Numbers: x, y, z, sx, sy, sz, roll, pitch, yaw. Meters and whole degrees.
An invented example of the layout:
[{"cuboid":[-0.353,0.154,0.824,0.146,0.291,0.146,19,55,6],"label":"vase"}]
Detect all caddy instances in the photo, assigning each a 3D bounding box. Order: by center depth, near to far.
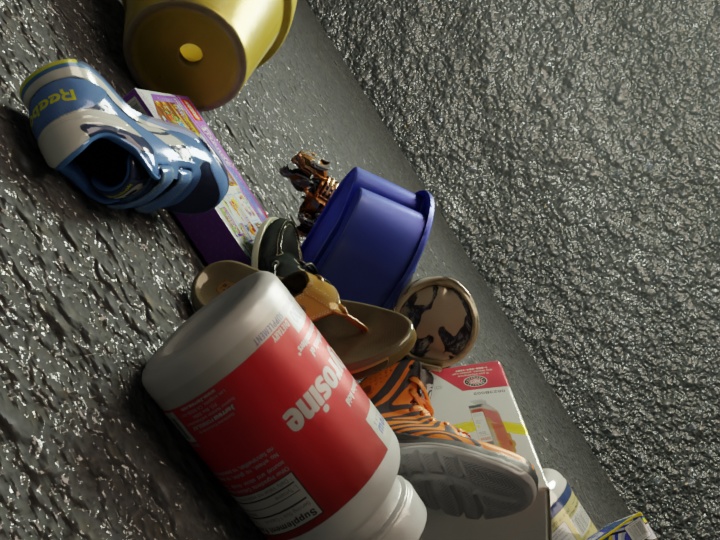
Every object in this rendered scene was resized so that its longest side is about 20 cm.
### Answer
[{"cuboid":[0.000,0.000,0.890,0.104,0.202,0.142,28,19,-15],"label":"caddy"}]

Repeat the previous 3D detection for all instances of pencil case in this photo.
[{"cuboid":[0.071,0.053,0.868,0.200,0.076,0.091,33,57,-85],"label":"pencil case"}]

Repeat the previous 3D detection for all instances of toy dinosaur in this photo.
[{"cuboid":[-0.027,-0.029,0.988,0.202,0.135,0.102,56,11,3],"label":"toy dinosaur"}]

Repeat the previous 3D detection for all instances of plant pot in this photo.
[{"cuboid":[-0.170,-0.277,0.973,0.201,0.198,0.191,47,29,-34],"label":"plant pot"}]

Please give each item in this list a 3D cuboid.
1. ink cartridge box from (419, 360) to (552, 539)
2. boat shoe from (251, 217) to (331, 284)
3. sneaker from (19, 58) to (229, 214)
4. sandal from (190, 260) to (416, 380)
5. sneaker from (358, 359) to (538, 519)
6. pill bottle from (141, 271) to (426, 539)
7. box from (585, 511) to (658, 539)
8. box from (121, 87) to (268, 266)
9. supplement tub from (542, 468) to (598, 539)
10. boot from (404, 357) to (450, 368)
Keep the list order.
[{"cuboid":[0.082,0.176,0.820,0.201,0.142,0.085,-99,-178,-64],"label":"ink cartridge box"},{"cuboid":[-0.055,0.028,0.772,0.202,0.065,0.075,-88,156,-45],"label":"boat shoe"},{"cuboid":[-0.174,-0.079,0.698,0.199,0.074,0.083,27,31,-53],"label":"sneaker"},{"cuboid":[-0.052,0.027,0.685,0.197,0.080,0.055,20,-42,27],"label":"sandal"},{"cuboid":[0.056,0.125,0.727,0.113,0.197,0.079,-55,142,-43],"label":"sneaker"},{"cuboid":[-0.044,0.111,0.604,0.201,0.111,0.112,53,12,-13],"label":"pill bottle"},{"cuboid":[0.187,0.301,0.821,0.065,0.197,0.070,59,-23,16],"label":"box"},{"cuboid":[-0.147,-0.077,0.865,0.202,0.039,0.137,56,12,0],"label":"box"},{"cuboid":[0.199,0.327,0.936,0.202,0.143,0.144,57,12,5],"label":"supplement tub"},{"cuboid":[0.033,0.060,1.130,0.170,0.076,0.200,57,4,-14],"label":"boot"}]
